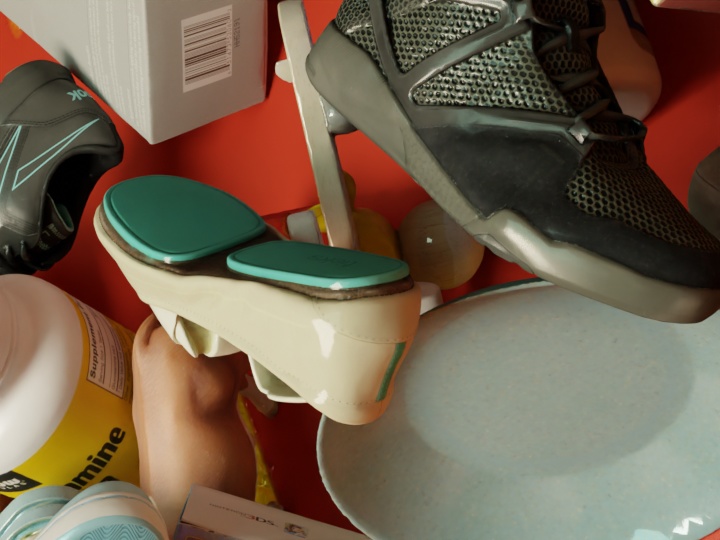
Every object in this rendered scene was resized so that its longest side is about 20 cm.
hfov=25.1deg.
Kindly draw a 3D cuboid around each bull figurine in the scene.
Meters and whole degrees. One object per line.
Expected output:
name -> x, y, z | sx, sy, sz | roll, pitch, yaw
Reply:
bull figurine -> -0.078, 0.121, 0.872 | 0.065, 0.121, 0.203 | 0, 92, 46

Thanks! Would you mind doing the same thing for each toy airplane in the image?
toy airplane -> 0.000, 0.000, 0.771 | 0.201, 0.140, 0.200 | 100, 149, -53

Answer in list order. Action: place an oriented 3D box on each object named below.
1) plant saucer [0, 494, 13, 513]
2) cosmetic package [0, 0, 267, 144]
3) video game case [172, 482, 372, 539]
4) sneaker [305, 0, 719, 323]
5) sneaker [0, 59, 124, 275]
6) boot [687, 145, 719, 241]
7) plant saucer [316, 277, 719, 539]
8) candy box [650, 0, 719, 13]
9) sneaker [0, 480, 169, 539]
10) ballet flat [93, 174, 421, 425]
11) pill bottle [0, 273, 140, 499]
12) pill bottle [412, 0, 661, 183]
plant saucer -> -0.231, 0.083, 1.019 | 0.200, 0.029, 0.203 | 179, 90, -87
cosmetic package -> -0.142, -0.172, 0.928 | 0.200, 0.089, 0.108 | 44, 145, 37
video game case -> -0.025, 0.223, 0.800 | 0.046, 0.179, 0.202 | -84, 11, -71
sneaker -> 0.069, -0.070, 0.592 | 0.199, 0.076, 0.115 | 45, 119, 33
sneaker -> -0.212, -0.022, 0.906 | 0.079, 0.075, 0.201 | 37, 91, 19
boot -> 0.175, 0.008, 0.599 | 0.200, 0.130, 0.068 | 43, 120, 35
plant saucer -> 0.080, 0.059, 0.680 | 0.201, 0.199, 0.039 | -46, 32, 36
candy box -> 0.120, -0.195, 0.655 | 0.055, 0.115, 0.201 | -46, 61, 38
sneaker -> -0.144, 0.137, 0.788 | 0.131, 0.079, 0.201 | -102, 29, -44
ballet flat -> -0.048, 0.013, 0.648 | 0.199, 0.069, 0.070 | 23, 108, 52
pill bottle -> -0.173, 0.072, 0.895 | 0.111, 0.200, 0.114 | -14, 61, 26
pill bottle -> 0.048, -0.149, 0.729 | 0.119, 0.119, 0.202 | -31, 70, 42
